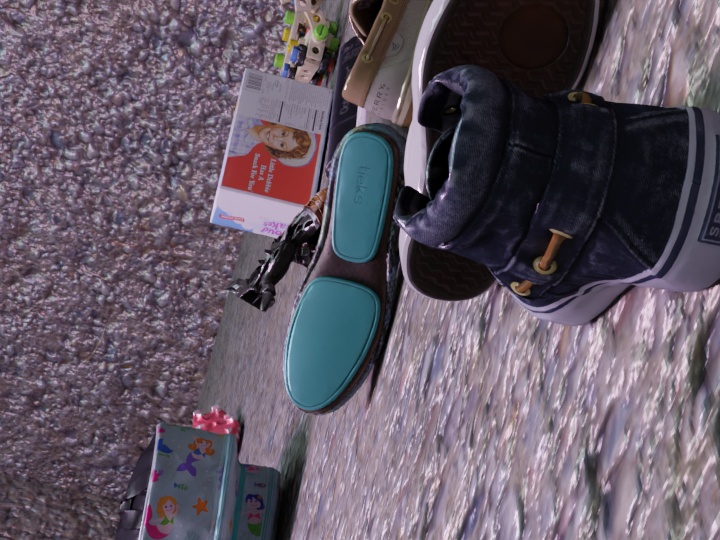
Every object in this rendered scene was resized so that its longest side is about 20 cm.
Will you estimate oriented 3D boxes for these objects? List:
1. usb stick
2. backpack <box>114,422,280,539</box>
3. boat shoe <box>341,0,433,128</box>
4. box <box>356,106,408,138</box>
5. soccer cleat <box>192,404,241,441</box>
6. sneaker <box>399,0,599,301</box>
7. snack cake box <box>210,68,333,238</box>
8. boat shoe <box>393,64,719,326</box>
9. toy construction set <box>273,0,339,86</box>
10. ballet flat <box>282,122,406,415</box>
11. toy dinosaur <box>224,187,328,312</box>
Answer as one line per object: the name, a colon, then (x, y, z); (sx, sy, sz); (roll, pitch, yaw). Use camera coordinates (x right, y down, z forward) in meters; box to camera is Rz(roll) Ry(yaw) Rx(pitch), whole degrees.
usb stick: (0.001, -0.142, 1.321); (0.055, 0.033, 0.201); (-24, 34, 21)
backpack: (-0.148, 0.229, 1.368); (0.200, 0.149, 0.179); (102, 176, -66)
boat shoe: (0.025, -0.192, 1.152); (0.074, 0.066, 0.201); (112, 169, -46)
box: (0.020, -0.131, 1.180); (0.201, 0.041, 0.039); (-86, 12, -49)
soccer cleat: (-0.193, 0.236, 2.117); (0.200, 0.066, 0.077); (-153, 46, -77)
sneaker: (0.053, -0.088, 0.707); (0.085, 0.072, 0.201); (-89, 13, -51)
snack cake box: (-0.103, -0.138, 1.856); (0.067, 0.114, 0.201); (112, 169, -51)
boat shoe: (0.053, -0.028, 0.524); (0.200, 0.090, 0.072); (149, 134, -80)
toy construction set: (-0.068, -0.315, 2.051); (0.200, 0.091, 0.132); (89, -168, -74)
ballet flat: (0.000, 0.000, 1.053); (0.074, 0.074, 0.202); (-106, 32, -76)
toy dinosaur: (-0.030, -0.020, 1.187); (0.136, 0.102, 0.200); (-60, -15, -2)
